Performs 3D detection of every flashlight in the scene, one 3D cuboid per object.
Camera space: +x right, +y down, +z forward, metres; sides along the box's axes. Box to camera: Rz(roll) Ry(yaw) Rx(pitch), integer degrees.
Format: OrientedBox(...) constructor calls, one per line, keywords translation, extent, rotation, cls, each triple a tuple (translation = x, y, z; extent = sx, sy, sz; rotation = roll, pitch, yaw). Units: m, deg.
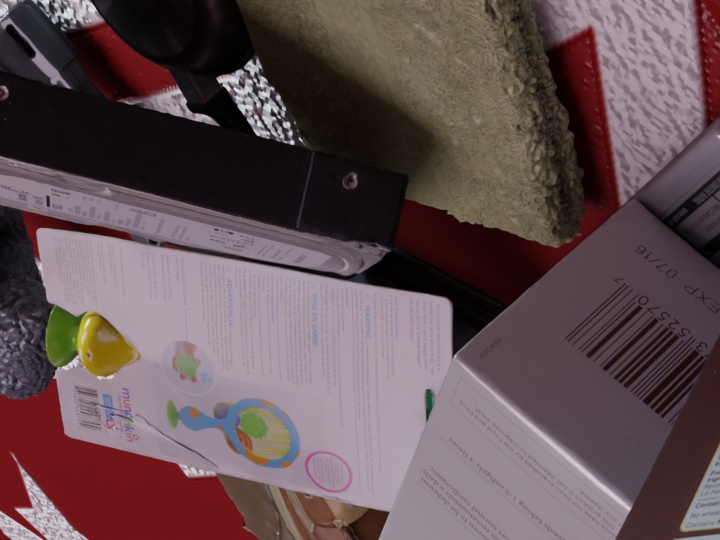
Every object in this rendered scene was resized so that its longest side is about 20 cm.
OrientedBox(translation=(-0.125, -0.044, 1.027), extent=(0.200, 0.068, 0.068), rotation=(48, -173, -10), cls="flashlight")

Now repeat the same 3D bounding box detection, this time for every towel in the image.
OrientedBox(translation=(0.012, -0.096, 0.787), extent=(0.148, 0.037, 0.201), rotation=(18, 146, 37), cls="towel")

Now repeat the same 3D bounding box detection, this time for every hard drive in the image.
OrientedBox(translation=(-0.088, -0.038, 0.830), extent=(0.199, 0.038, 0.140), rotation=(15, 173, -7), cls="hard drive")

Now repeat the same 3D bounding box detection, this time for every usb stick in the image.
OrientedBox(translation=(0.000, 0.000, 0.937), extent=(0.199, 0.033, 0.055), rotation=(29, 167, 34), cls="usb stick")

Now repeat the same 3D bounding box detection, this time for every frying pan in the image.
OrientedBox(translation=(-0.086, -0.104, 0.889), extent=(0.115, 0.031, 0.191), rotation=(29, 140, 31), cls="frying pan")

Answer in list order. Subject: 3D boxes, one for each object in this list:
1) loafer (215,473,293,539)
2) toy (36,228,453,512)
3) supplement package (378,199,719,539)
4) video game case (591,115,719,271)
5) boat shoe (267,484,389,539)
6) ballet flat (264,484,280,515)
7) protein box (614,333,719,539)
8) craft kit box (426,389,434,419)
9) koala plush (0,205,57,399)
OrientedBox(translation=(-0.023, 0.145, 1.180), extent=(0.067, 0.076, 0.201), rotation=(-3, 123, 58), cls="loafer")
OrientedBox(translation=(-0.046, 0.038, 0.913), extent=(0.199, 0.047, 0.116), rotation=(8, 122, 18), cls="toy")
OrientedBox(translation=(0.090, 0.095, 0.789), extent=(0.117, 0.117, 0.200), rotation=(39, 143, 16), cls="supplement package")
OrientedBox(translation=(0.170, 0.036, 0.797), extent=(0.182, 0.023, 0.200), rotation=(41, 154, 1), cls="video game case")
OrientedBox(translation=(-0.011, 0.084, 0.974), extent=(0.200, 0.076, 0.074), rotation=(52, 157, -2), cls="boat shoe")
OrientedBox(translation=(0.010, 0.142, 1.127), extent=(0.069, 0.071, 0.200), rotation=(-21, 122, 28), cls="ballet flat")
OrientedBox(translation=(0.205, 0.080, 0.589), extent=(0.135, 0.200, 0.199), rotation=(-14, 123, 46), cls="protein box")
OrientedBox(translation=(0.108, 0.132, 0.982), extent=(0.197, 0.049, 0.200), rotation=(33, 154, 26), cls="craft kit box")
OrientedBox(translation=(-0.269, -0.035, 1.094), extent=(0.200, 0.176, 0.185), rotation=(82, 175, -63), cls="koala plush")
